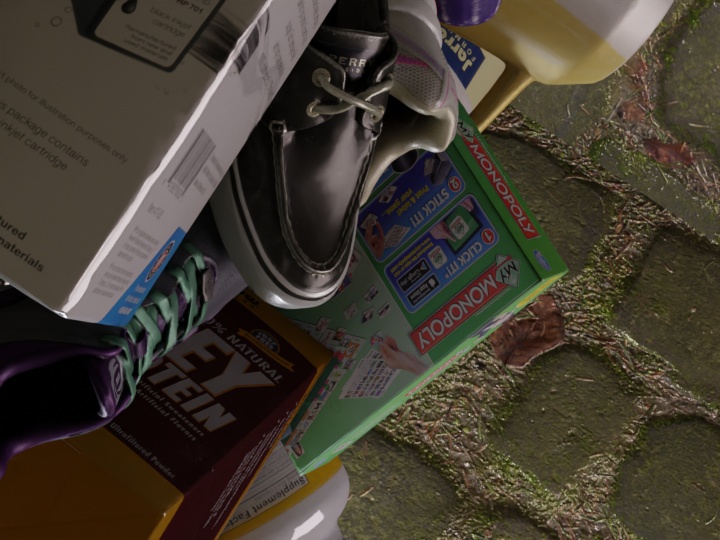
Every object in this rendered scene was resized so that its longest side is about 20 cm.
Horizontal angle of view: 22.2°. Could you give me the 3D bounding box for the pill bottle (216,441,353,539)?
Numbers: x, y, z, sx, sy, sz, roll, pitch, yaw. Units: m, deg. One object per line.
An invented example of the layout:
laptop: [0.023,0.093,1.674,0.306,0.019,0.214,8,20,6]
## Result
pill bottle: [-0.075,0.109,1.071,0.111,0.201,0.112,-28,-175,2]

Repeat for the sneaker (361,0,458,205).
sneaker: [-0.042,-0.062,0.834,0.199,0.089,0.082,-28,141,-2]

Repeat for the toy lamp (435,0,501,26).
toy lamp: [0.047,-0.208,0.852,0.058,0.058,0.201,-55,151,-43]

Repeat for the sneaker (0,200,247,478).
sneaker: [-0.096,0.029,0.746,0.199,0.087,0.075,-31,128,-27]

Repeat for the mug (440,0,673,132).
mug: [0.081,-0.169,1.000,0.187,0.153,0.150,-45,-164,36]

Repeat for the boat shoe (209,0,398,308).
boat shoe: [-0.021,-0.084,0.751,0.063,0.070,0.202,3,-84,51]

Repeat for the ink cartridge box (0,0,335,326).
ink cartridge box: [-0.069,-0.085,0.643,0.201,0.085,0.146,-58,179,-3]

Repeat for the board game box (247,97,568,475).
board game box: [0.000,0.000,0.953,0.200,0.135,0.029,-41,166,36]

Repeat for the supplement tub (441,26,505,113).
supplement tub: [0.030,-0.153,1.222,0.201,0.144,0.145,-58,180,-29]

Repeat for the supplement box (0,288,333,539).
supplement box: [-0.145,0.108,0.918,0.198,0.132,0.200,-58,172,26]
